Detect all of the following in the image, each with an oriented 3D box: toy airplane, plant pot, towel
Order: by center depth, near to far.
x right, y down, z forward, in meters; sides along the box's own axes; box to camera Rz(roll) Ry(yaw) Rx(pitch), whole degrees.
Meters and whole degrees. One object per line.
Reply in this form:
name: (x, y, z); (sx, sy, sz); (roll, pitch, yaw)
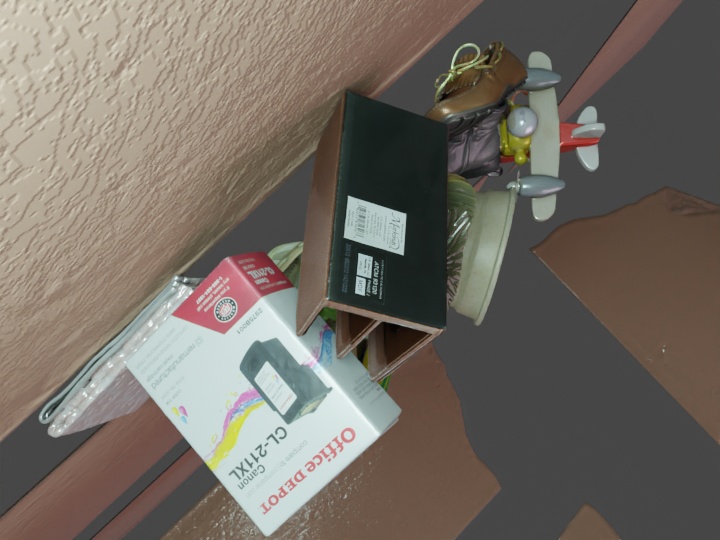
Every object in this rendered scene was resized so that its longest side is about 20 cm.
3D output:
towel: (-0.209, 0.079, 0.809); (0.200, 0.032, 0.191); (-45, 173, 6)
plant pot: (0.105, -0.043, 1.135); (0.200, 0.182, 0.202); (15, 90, -86)
toy airplane: (0.262, -0.201, 1.185); (0.199, 0.200, 0.141); (-47, 156, 7)

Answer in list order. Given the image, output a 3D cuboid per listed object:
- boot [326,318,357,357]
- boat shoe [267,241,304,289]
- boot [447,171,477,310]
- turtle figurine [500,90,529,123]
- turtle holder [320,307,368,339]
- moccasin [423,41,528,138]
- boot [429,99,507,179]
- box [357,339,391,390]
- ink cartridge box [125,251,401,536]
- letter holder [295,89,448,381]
boot: (-0.038, 0.104, 1.090); (0.156, 0.072, 0.201); (-85, -172, -46)
boat shoe: (-0.102, 0.055, 0.888); (0.063, 0.073, 0.201); (-14, -137, 57)
boot: (0.048, -0.048, 0.819); (0.200, 0.066, 0.176); (-120, -131, -62)
turtle figurine: (0.249, -0.234, 1.317); (0.161, 0.064, 0.200); (-34, -141, 8)
turtle holder: (-0.009, -0.005, 0.963); (0.132, 0.140, 0.186); (90, 22, -43)
moccasin: (0.123, -0.206, 0.878); (0.074, 0.078, 0.201); (-28, -168, 48)
boot: (0.093, -0.158, 1.032); (0.199, 0.070, 0.132); (-28, 151, -6)
box: (0.019, 0.114, 1.086); (0.117, 0.048, 0.201); (122, -12, -69)
ink cartridge box: (-0.084, 0.105, 0.711); (0.146, 0.200, 0.083); (-44, 172, 14)
letter holder: (0.000, -0.023, 0.690); (0.142, 0.100, 0.201); (131, -31, -55)
